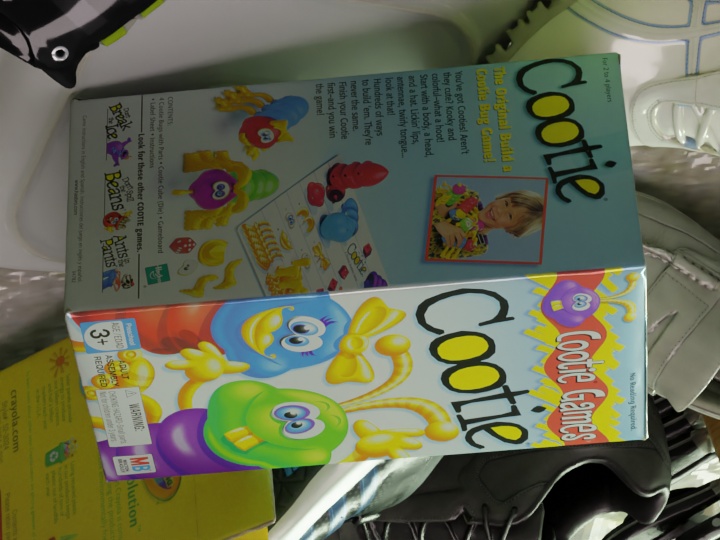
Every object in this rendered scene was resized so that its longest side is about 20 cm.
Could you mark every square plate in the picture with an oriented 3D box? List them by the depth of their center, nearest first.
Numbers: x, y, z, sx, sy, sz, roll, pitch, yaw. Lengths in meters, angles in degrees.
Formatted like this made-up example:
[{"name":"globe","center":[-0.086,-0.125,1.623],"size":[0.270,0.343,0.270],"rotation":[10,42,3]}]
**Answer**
[{"name":"square plate","center":[-0.048,-0.057,1.116],"size":[0.197,0.029,0.200],"rotation":[6,134,-27]}]

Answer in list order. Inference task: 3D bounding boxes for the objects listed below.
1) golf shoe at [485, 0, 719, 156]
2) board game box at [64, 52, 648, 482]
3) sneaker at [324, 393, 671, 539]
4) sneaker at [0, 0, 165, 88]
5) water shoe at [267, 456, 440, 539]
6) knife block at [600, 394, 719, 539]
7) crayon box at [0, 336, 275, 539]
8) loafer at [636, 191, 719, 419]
[{"name":"golf shoe","center":[0.137,-0.073,1.104],"size":[0.199,0.097,0.078],"rotation":[-23,148,3]},{"name":"board game box","center":[0.000,0.000,1.067],"size":[0.199,0.105,0.103],"rotation":[-5,140,3]},{"name":"sneaker","center":[0.040,0.094,1.273],"size":[0.199,0.091,0.076],"rotation":[-20,142,4]},{"name":"sneaker","center":[-0.089,-0.105,0.993],"size":[0.199,0.072,0.083],"rotation":[-3,105,-1]},{"name":"water shoe","center":[-0.019,0.089,1.206],"size":[0.200,0.072,0.079],"rotation":[-37,142,8]},{"name":"knife block","center":[0.189,0.060,1.325],"size":[0.201,0.175,0.064],"rotation":[-62,142,-17]},{"name":"crayon box","center":[-0.106,0.091,1.162],"size":[0.199,0.127,0.051],"rotation":[-25,141,25]},{"name":"loafer","center":[0.133,0.020,1.217],"size":[0.199,0.070,0.070],"rotation":[20,120,-18]}]
